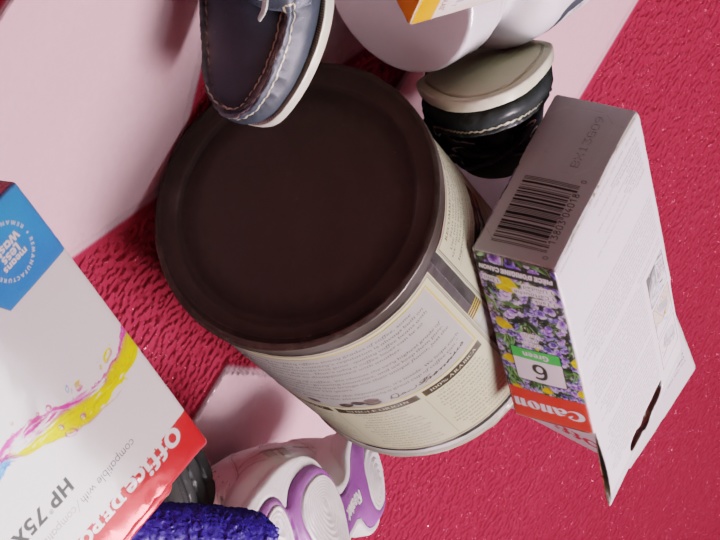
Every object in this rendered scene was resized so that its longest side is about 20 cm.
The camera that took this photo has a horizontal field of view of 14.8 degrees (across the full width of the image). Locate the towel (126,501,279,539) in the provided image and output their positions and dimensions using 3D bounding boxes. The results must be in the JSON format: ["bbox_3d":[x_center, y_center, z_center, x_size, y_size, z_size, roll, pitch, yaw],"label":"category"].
[{"bbox_3d":[-0.144,0.176,1.308,0.199,0.050,0.148,3,119,-25],"label":"towel"}]

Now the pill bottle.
[{"bbox_3d":[0.077,-0.182,1.417,0.200,0.119,0.120,-37,144,-42],"label":"pill bottle"}]

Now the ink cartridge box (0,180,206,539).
[{"bbox_3d":[-0.148,0.070,1.202,0.116,0.067,0.200,-50,124,-25],"label":"ink cartridge box"}]

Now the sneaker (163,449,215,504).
[{"bbox_3d":[-0.128,0.084,1.360,0.099,0.070,0.201,-71,150,-49],"label":"sneaker"}]

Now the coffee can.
[{"bbox_3d":[0.000,0.000,1.413,0.147,0.146,0.200,-59,154,-7],"label":"coffee can"}]

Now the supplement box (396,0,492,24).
[{"bbox_3d":[0.090,-0.209,1.315,0.199,0.126,0.074,-20,160,-24],"label":"supplement box"}]

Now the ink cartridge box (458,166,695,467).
[{"bbox_3d":[0.101,0.018,1.618,0.084,0.145,0.200,-56,153,-13],"label":"ink cartridge box"}]

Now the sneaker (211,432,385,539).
[{"bbox_3d":[-0.050,0.134,1.477,0.200,0.099,0.075,-18,97,-76],"label":"sneaker"}]

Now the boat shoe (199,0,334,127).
[{"bbox_3d":[-0.046,-0.159,1.262,0.062,0.075,0.201,-21,131,-56],"label":"boat shoe"}]

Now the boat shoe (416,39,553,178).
[{"bbox_3d":[0.065,-0.081,1.444,0.074,0.199,0.066,-16,102,-6],"label":"boat shoe"}]

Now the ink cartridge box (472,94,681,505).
[{"bbox_3d":[0.115,0.018,1.434,0.109,0.050,0.200,-60,151,-31],"label":"ink cartridge box"}]
